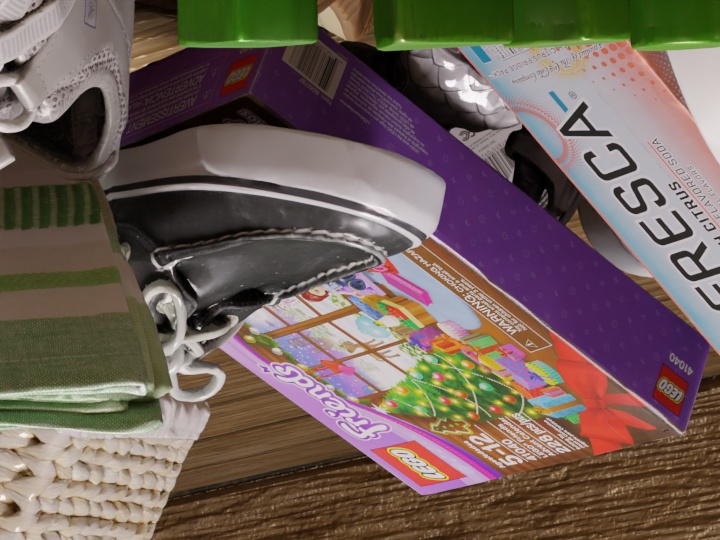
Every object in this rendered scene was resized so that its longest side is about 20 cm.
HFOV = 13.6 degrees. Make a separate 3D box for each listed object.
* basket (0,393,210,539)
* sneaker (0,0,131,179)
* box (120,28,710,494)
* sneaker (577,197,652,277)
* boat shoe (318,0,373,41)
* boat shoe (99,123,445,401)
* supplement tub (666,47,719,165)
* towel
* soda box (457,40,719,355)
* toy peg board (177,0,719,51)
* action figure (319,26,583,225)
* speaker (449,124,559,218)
[{"bbox_3d":[-0.201,0.093,1.332,0.197,0.162,0.200,20,179,14],"label":"basket"},{"bbox_3d":[-0.104,-0.066,0.775,0.074,0.083,0.200,-14,172,23],"label":"sneaker"},{"bbox_3d":[0.000,0.000,1.002,0.200,0.039,0.137,37,148,-26],"label":"box"},{"bbox_3d":[0.195,-0.039,1.026,0.201,0.077,0.146,-14,-179,-28],"label":"sneaker"},{"bbox_3d":[-0.024,-0.103,0.779,0.072,0.072,0.200,27,-167,7],"label":"boat shoe"},{"bbox_3d":[-0.061,0.000,0.916,0.198,0.068,0.073,-3,160,35],"label":"boat shoe"},{"bbox_3d":[0.185,-0.095,0.771,0.199,0.145,0.144,-15,171,29],"label":"supplement tub"},{"bbox_3d":[-0.144,-0.016,0.860,0.152,0.200,0.024,-2,126,-16],"label":"towel"},{"bbox_3d":[0.106,-0.041,0.888,0.063,0.200,0.068,-19,-153,52],"label":"soda box"},{"bbox_3d":[0.068,-0.099,0.625,0.199,0.099,0.199,-4,-178,-40],"label":"toy peg board"},{"bbox_3d":[0.011,-0.056,1.005,0.130,0.070,0.200,40,150,-19],"label":"action figure"},{"bbox_3d":[0.042,-0.034,1.285,0.081,0.082,0.200,-9,173,-7],"label":"speaker"}]
